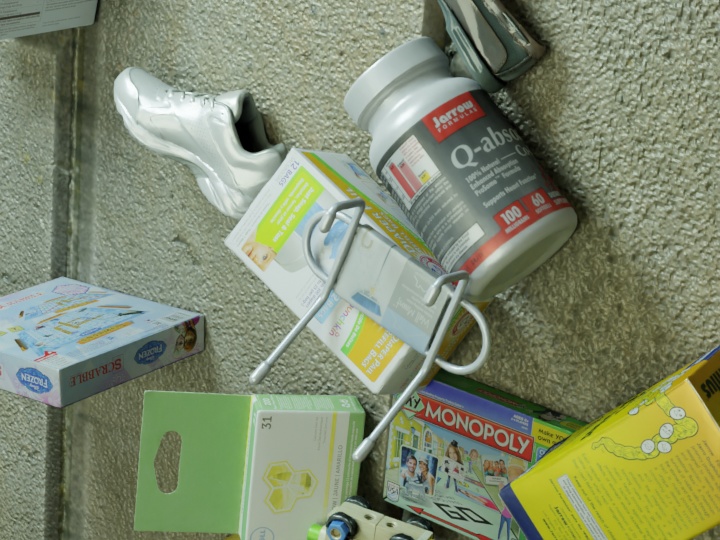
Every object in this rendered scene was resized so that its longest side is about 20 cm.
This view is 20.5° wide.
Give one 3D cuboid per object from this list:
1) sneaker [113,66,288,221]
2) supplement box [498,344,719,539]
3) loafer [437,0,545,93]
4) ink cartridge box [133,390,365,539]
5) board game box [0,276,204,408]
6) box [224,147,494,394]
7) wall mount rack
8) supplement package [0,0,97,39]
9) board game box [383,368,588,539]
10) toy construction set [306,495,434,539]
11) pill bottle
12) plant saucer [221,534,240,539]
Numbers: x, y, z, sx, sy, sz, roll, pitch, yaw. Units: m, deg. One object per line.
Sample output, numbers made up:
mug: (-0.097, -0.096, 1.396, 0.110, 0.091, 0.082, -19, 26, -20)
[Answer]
sneaker: (-0.140, -0.138, 1.836, 0.200, 0.078, 0.100, 38, 117, 13)
supplement box: (0.229, 0.159, 1.575, 0.200, 0.109, 0.110, -35, 86, 32)
loafer: (0.084, -0.246, 1.631, 0.063, 0.072, 0.201, -28, 92, 20)
ink cartridge box: (-0.102, 0.185, 1.821, 0.048, 0.198, 0.147, -124, 38, -67)
board game box: (-0.289, 0.066, 1.925, 0.198, 0.199, 0.042, 14, 112, 36)
box: (0.000, 0.000, 1.720, 0.200, 0.101, 0.113, 45, 109, 20)
wall mount rack: (0.002, 0.045, 1.622, 0.199, 0.074, 0.175, 35, 117, 24)
supplement package: (-0.335, -0.344, 1.873, 0.151, 0.150, 0.201, 31, 120, 29)
board game box: (0.111, 0.171, 1.745, 0.199, 0.029, 0.136, 19, 115, 34)
toy construction set: (0.014, 0.284, 1.799, 0.198, 0.092, 0.132, 10, 115, 7)
pill bottle: (0.079, -0.085, 1.639, 0.201, 0.115, 0.116, 54, 129, 12)
plant saucer: (-0.072, 0.343, 1.929, 0.199, 0.048, 0.201, -30, 83, 40)
